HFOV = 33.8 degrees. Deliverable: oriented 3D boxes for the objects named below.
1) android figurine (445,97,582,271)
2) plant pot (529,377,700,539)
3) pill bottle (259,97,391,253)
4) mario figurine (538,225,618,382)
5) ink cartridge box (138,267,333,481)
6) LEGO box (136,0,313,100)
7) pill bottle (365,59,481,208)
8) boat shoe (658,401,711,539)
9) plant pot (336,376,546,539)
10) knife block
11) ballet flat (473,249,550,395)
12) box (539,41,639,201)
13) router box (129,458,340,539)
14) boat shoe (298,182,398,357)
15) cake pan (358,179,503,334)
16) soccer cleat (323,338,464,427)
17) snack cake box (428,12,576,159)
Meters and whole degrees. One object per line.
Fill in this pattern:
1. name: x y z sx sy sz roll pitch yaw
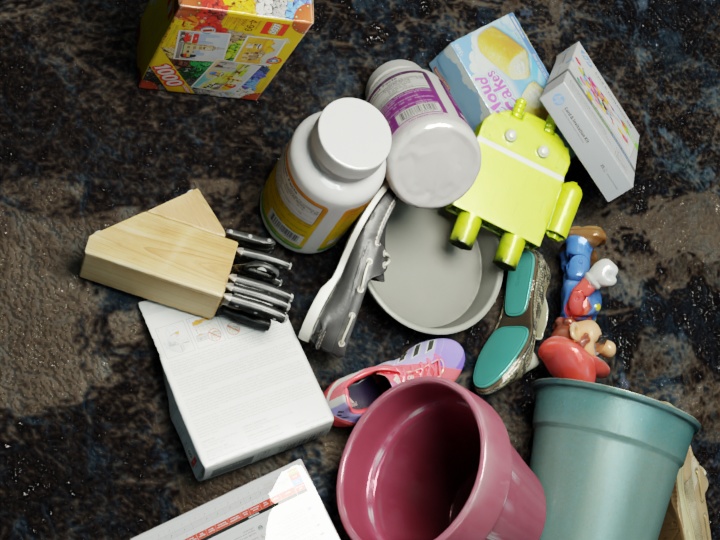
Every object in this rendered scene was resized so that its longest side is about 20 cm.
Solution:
1. android figurine: 0.181 -0.108 1.430 0.180 0.041 0.203 26 78 -8
2. plant pot: 0.272 0.250 1.357 0.197 0.200 0.199 20 75 -17
3. pill bottle: -0.036 -0.105 1.301 0.109 0.200 0.113 7 67 -17
4. mario figurine: 0.282 0.054 1.443 0.123 0.105 0.203 37 53 -46
5. ink cartridge box: -0.141 0.110 1.297 0.160 0.050 0.202 -16 66 -26
6. LEGO box: -0.154 -0.268 1.301 0.146 0.200 0.079 3 73 -22
7. pill bottle: 0.063 -0.166 1.373 0.110 0.114 0.201 13 29 -20
8. boat shoe: 0.394 0.263 1.471 0.064 0.071 0.204 -2 84 -31
9. plant pot: 0.101 0.239 1.272 0.178 0.198 0.203 35 61 -40
10. knife block: -0.177 0.013 1.269 0.198 0.064 0.177 -26 76 -29
11. ballet flat: 0.197 0.073 1.442 0.075 0.067 0.203 40 59 -37
12. box: 0.294 -0.192 1.500 0.157 0.041 0.200 54 25 -11
13. router box: -0.111 0.316 1.198 0.197 0.049 0.181 -21 70 -20
14. boat shoe: 0.000 0.000 1.328 0.060 0.074 0.202 27 79 2
15. cake pan: 0.079 -0.019 1.424 0.197 0.037 0.204 7 72 -22
16. soccer cleat: 0.046 0.126 1.346 0.197 0.076 0.068 -18 83 -27
17. snack cake box: 0.189 -0.211 1.513 0.114 0.067 0.202 -30 89 -29
